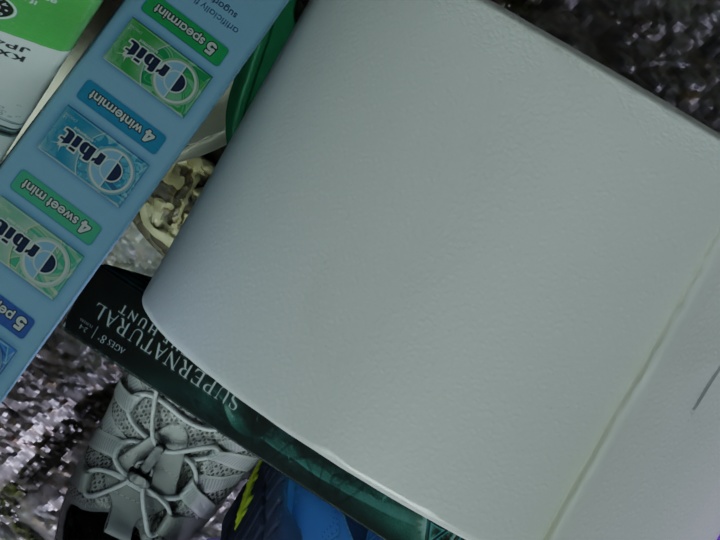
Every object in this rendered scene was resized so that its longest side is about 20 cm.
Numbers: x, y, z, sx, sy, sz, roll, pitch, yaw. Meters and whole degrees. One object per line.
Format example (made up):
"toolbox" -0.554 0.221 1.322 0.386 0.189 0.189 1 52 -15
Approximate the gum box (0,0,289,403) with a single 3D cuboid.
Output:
"gum box" -0.109 -0.005 0.831 0.044 0.200 0.170 36 160 -7

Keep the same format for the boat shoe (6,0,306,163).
"boat shoe" -0.107 -0.070 0.978 0.199 0.060 0.072 -17 106 15

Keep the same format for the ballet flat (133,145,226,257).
"ballet flat" 0.000 0.000 0.984 0.199 0.046 0.068 25 108 4

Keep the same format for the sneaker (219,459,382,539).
"sneaker" -0.010 0.108 0.957 0.082 0.200 0.074 32 109 -4

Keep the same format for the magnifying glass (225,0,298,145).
"magnifying glass" -0.016 -0.101 0.916 0.079 0.022 0.201 -11 119 -6

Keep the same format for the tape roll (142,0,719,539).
"tape roll" 0.049 -0.001 0.836 0.202 0.203 0.140 30 94 2

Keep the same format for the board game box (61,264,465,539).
"board game box" 0.006 0.065 0.901 0.200 0.135 0.028 32 95 20

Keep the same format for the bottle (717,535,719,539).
"bottle" 0.169 0.090 0.930 0.200 0.065 0.084 -40 98 23

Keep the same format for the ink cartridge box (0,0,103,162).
"ink cartridge box" -0.155 -0.108 0.808 0.146 0.083 0.200 21 158 -12

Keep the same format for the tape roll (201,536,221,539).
"tape roll" -0.026 0.197 1.102 0.199 0.085 0.200 2 142 2

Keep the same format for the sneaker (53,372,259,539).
"sneaker" -0.076 0.078 1.078 0.075 0.082 0.200 29 135 3
